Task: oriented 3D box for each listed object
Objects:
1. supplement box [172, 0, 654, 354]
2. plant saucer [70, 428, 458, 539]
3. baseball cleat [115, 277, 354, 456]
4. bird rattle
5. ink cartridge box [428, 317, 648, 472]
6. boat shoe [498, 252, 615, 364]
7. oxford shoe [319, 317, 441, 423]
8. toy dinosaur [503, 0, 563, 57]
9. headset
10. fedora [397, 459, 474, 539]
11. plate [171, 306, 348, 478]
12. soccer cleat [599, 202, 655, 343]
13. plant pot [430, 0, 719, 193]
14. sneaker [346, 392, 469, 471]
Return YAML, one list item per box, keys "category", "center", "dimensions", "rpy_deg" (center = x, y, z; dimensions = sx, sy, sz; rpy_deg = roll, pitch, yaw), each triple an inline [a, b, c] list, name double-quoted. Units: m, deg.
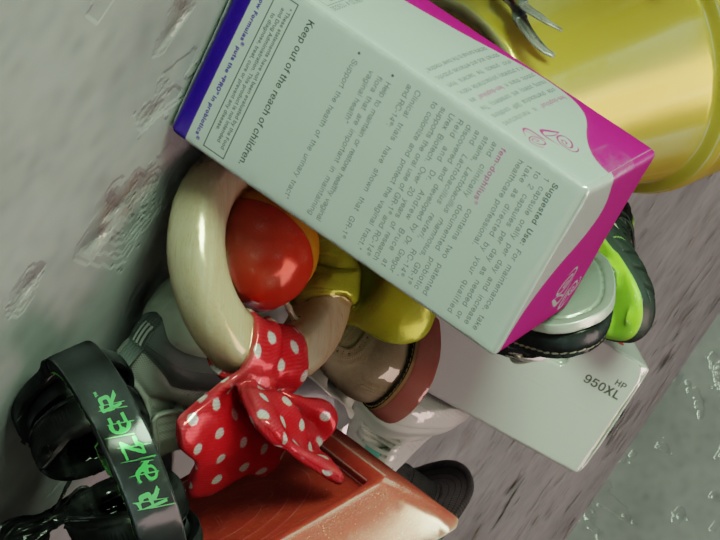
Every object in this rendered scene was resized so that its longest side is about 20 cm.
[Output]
- category: "supplement box"
  center: [0.026, -0.064, 1.147]
  dimensions: [0.101, 0.200, 0.104]
  rpy_deg: [-26, 147, -61]
- category: "plant saucer"
  center: [-0.070, 0.143, 1.240]
  dimensions: [0.199, 0.037, 0.200]
  rpy_deg: [-29, -163, -12]
- category: "baseball cleat"
  center: [-0.080, 0.067, 1.330]
  dimensions: [0.106, 0.070, 0.200]
  rpy_deg: [-49, 143, 2]
- category: "bird rattle"
  center: [-0.050, 0.013, 1.227]
  dimensions: [0.112, 0.163, 0.200]
  rpy_deg: [-7, -149, 46]
- category: "ink cartridge box"
  center: [0.085, 0.027, 1.488]
  dimensions: [0.084, 0.144, 0.200]
  rpy_deg: [-59, -167, 13]
- category: "boat shoe"
  center: [0.090, 0.017, 1.275]
  dimensions: [0.200, 0.075, 0.061]
  rpy_deg: [-126, -155, -69]
- category: "oxford shoe"
  center: [0.000, 0.000, 1.376]
  dimensions: [0.070, 0.075, 0.200]
  rpy_deg: [-48, -153, 24]
- category: "toy dinosaur"
  center: [0.082, -0.182, 1.265]
  dimensions: [0.200, 0.181, 0.105]
  rpy_deg: [-99, -172, -55]
- category: "headset"
  center: [-0.140, 0.109, 1.188]
  dimensions: [0.094, 0.124, 0.200]
  rpy_deg: [-23, 173, -15]
- category: "fedora"
  center: [-0.022, 0.167, 1.632]
  dimensions: [0.177, 0.090, 0.200]
  rpy_deg: [-45, -170, -24]
- category: "plate"
  center: [-0.049, 0.084, 1.474]
  dimensions: [0.200, 0.032, 0.200]
  rpy_deg: [-42, 147, -43]
- category: "soccer cleat"
  center: [0.140, -0.018, 1.425]
  dimensions: [0.081, 0.200, 0.068]
  rpy_deg: [-1, 116, -23]
- category: "plant pot"
  center: [0.122, -0.127, 1.367]
  dimensions: [0.189, 0.201, 0.201]
  rpy_deg: [-25, 150, -35]
- category: "sneaker"
  center: [0.020, 0.097, 1.484]
  dimensions: [0.089, 0.075, 0.200]
  rpy_deg: [-56, 175, 4]
